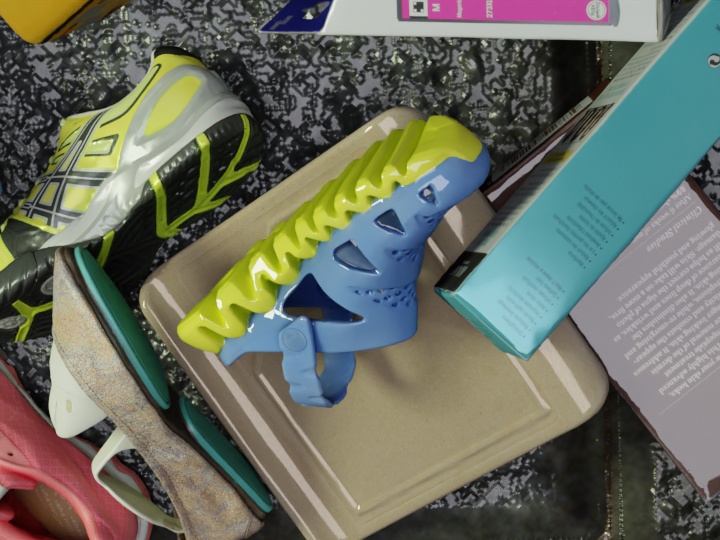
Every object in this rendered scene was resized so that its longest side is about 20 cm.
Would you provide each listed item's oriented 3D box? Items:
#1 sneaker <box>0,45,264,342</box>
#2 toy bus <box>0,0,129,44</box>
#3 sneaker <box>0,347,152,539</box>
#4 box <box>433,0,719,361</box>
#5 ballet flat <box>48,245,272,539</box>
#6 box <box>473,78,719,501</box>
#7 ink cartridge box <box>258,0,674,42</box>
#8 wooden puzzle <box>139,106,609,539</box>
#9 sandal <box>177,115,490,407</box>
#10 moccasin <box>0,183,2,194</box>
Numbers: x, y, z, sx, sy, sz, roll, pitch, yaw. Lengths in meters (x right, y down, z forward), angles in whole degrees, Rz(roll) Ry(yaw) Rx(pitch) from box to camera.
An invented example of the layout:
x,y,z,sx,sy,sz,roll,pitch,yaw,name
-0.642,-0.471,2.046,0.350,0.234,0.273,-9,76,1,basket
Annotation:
x,y,z,sx,sy,sz,roll,pitch,yaw,name
-0.141,-0.036,1.141,0.200,0.075,0.077,-37,63,11,sneaker
-0.185,-0.217,1.089,0.065,0.078,0.201,-29,91,49,toy bus
-0.196,0.092,1.145,0.200,0.087,0.074,35,98,-3,sneaker
0.121,-0.049,1.033,0.049,0.082,0.200,41,88,-4,box
-0.120,0.077,1.121,0.067,0.068,0.200,-31,117,5,ballet flat
0.154,0.008,1.122,0.100,0.075,0.200,-38,93,7,box
0.055,-0.141,1.074,0.199,0.095,0.037,0,111,13,ink cartridge box
0.005,0.034,1.129,0.200,0.037,0.185,-32,97,30,wooden puzzle
0.000,0.000,1.056,0.087,0.080,0.200,46,130,-4,sandal
-0.272,-0.082,1.082,0.199,0.068,0.081,23,99,-1,moccasin
